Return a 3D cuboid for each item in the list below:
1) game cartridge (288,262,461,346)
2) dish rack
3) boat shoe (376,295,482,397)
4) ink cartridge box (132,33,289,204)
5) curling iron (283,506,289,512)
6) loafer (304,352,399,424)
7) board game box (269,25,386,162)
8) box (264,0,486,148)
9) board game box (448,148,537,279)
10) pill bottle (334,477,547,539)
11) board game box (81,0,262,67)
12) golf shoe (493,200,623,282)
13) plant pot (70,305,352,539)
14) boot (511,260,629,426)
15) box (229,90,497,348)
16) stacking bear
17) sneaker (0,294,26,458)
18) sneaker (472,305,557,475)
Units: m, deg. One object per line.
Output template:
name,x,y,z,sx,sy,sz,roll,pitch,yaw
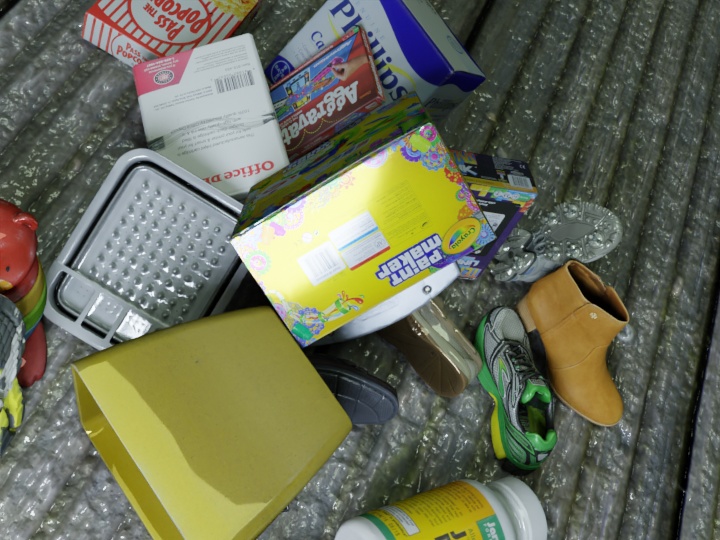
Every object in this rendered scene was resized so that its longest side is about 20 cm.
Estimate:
game cartridge,0.000,0.000,1.006,0.200,0.040,0.134,-24,95,8
dish rack,-0.210,-0.005,0.946,0.171,0.044,0.200,31,89,-3
boat shoe,0.063,0.053,1.072,0.200,0.072,0.065,49,45,5
ink cartridge box,-0.163,-0.150,1.046,0.145,0.084,0.200,-16,66,-1
curling iron,-0.053,0.181,0.968,0.050,0.026,0.200,55,47,-13
loafer,-0.055,0.107,0.970,0.200,0.072,0.063,12,37,-2
board game box,-0.065,-0.192,1.087,0.019,0.200,0.103,19,49,-52
box,0.015,-0.241,1.129,0.184,0.200,0.105,56,28,13
board game box,0.081,-0.068,1.087,0.200,0.165,0.057,7,50,-22
pill bottle,0.084,0.274,0.918,0.200,0.113,0.113,-11,66,-30
board game box,-0.233,-0.326,1.174,0.151,0.046,0.200,31,53,-5
golf shoe,0.256,-0.030,1.132,0.097,0.200,0.078,11,74,-32
plant pot,-0.124,0.148,0.824,0.176,0.200,0.200,-31,77,-24
boot,0.274,0.090,1.091,0.201,0.144,0.071,49,57,2
box,0.001,-0.057,0.872,0.122,0.200,0.193,58,10,-17
stacking bear,-0.334,0.011,0.826,0.121,0.200,0.114,6,57,-21
sneaker,-0.339,0.092,0.785,0.084,0.200,0.075,15,41,-4
sneaker,0.190,0.129,1.071,0.078,0.085,0.200,2,60,-23
